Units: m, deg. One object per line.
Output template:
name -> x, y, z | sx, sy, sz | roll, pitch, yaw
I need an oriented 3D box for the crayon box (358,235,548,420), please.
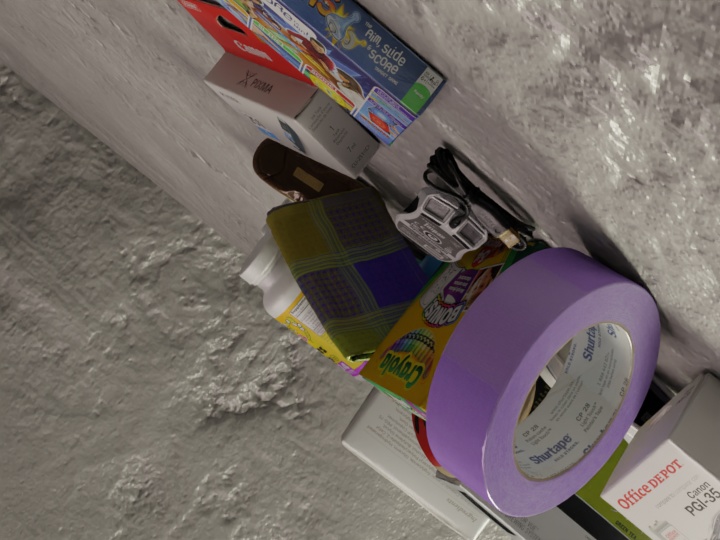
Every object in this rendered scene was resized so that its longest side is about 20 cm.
crayon box -> 0.092, 0.053, 1.217 | 0.058, 0.173, 0.200 | 40, 173, -13

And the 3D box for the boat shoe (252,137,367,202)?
boat shoe -> -0.028, -0.078, 1.504 | 0.202, 0.075, 0.075 | 43, -171, 19

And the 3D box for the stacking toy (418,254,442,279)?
stacking toy -> 0.118, 0.055, 1.480 | 0.116, 0.110, 0.200 | 35, -176, 18

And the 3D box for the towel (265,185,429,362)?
towel -> 0.000, 0.000, 1.369 | 0.201, 0.142, 0.023 | 62, 146, 29

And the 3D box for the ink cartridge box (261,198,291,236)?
ink cartridge box -> -0.024, -0.019, 1.758 | 0.146, 0.084, 0.200 | 43, 173, -27

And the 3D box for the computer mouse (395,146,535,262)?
computer mouse -> 0.080, -0.052, 1.172 | 0.109, 0.044, 0.200 | 36, 168, -8

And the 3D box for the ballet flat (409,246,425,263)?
ballet flat -> 0.014, -0.025, 1.595 | 0.199, 0.073, 0.073 | 37, 173, -2

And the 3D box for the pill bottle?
pill bottle -> -0.044, 0.035, 1.600 | 0.199, 0.105, 0.104 | 37, 174, -10

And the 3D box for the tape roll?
tape roll -> 0.143, 0.086, 1.041 | 0.065, 0.201, 0.200 | 34, 172, 40

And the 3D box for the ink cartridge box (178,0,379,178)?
ink cartridge box -> -0.093, -0.176, 1.275 | 0.176, 0.045, 0.200 | 43, 172, -35

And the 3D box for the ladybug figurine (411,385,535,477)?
ladybug figurine -> 0.102, 0.127, 1.293 | 0.072, 0.137, 0.200 | 32, 165, -10

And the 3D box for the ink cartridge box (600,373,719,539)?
ink cartridge box -> 0.320, 0.201, 1.135 | 0.199, 0.083, 0.147 | 39, 148, 7

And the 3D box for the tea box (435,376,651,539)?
tea box -> 0.219, 0.200, 1.396 | 0.200, 0.197, 0.134 | 40, 173, -4

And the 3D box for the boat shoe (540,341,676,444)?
boat shoe -> 0.243, 0.106, 1.251 | 0.199, 0.074, 0.065 | 37, 155, 5

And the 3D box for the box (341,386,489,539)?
box -> 0.114, 0.168, 1.598 | 0.199, 0.172, 0.199 | 37, -164, 3

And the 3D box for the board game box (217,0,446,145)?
board game box -> -0.035, -0.176, 0.984 | 0.200, 0.035, 0.135 | 40, 173, -4
